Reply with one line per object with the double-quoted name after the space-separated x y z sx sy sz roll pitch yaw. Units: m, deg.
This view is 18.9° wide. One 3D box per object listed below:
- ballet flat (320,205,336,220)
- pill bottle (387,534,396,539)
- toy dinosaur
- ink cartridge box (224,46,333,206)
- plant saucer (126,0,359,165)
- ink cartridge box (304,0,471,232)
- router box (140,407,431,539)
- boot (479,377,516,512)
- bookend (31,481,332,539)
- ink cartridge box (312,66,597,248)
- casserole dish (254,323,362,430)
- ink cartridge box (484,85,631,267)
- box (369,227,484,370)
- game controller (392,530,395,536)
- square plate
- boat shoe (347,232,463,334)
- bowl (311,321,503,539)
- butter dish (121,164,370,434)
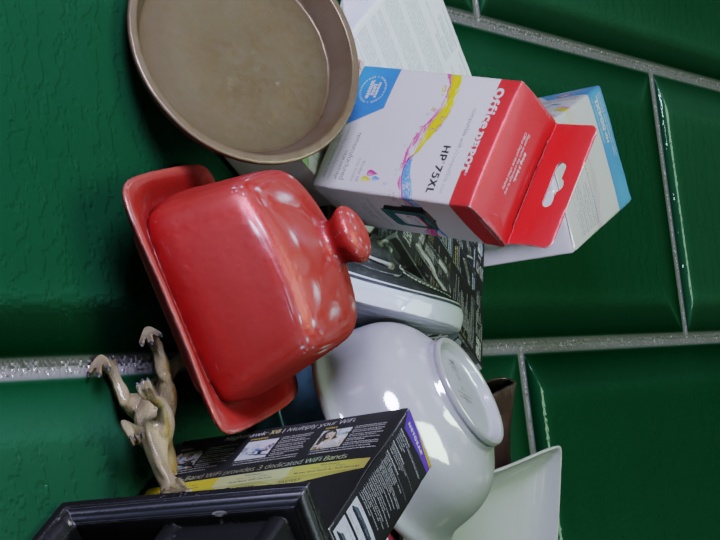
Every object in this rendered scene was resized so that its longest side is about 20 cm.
0.001 0.022 1.863 0.067 0.046 0.201 -49 124 -56 "ballet flat"
-0.024 0.231 1.679 0.200 0.112 0.113 57 36 -37 "pill bottle"
-0.150 0.096 1.560 0.200 0.058 0.102 -96 165 -57 "toy dinosaur"
-0.056 -0.163 1.791 0.117 0.067 0.201 50 40 -46 "ink cartridge box"
-0.093 -0.170 1.676 0.199 0.029 0.201 13 62 -26 "plant saucer"
0.015 -0.154 1.829 0.200 0.047 0.161 -52 134 -35 "ink cartridge box"
-0.069 0.170 1.523 0.157 0.199 0.053 -52 125 -54 "router box"
0.125 0.178 1.964 0.200 0.072 0.168 -11 118 -56 "boot"
-0.140 0.232 1.371 0.200 0.198 0.093 -52 129 -53 "bookend"
0.074 -0.090 1.710 0.067 0.199 0.117 43 64 -47 "ink cartridge box"
-0.034 0.108 1.778 0.122 0.039 0.200 67 30 -20 "casserole dish"
0.162 -0.088 2.112 0.200 0.128 0.126 -36 113 -60 "ink cartridge box"
0.054 -0.020 1.913 0.158 0.050 0.201 56 22 -30 "box"
0.049 0.151 1.900 0.200 0.042 0.105 -53 143 -53 "game controller"
0.098 0.264 1.892 0.199 0.028 0.200 -13 111 -42 "square plate"
0.000 0.000 1.763 0.199 0.072 0.071 18 70 -26 "boat shoe"
0.053 0.117 1.733 0.201 0.090 0.202 52 19 -26 "bowl"
-0.062 -0.002 1.599 0.201 0.147 0.200 68 16 0 "butter dish"
